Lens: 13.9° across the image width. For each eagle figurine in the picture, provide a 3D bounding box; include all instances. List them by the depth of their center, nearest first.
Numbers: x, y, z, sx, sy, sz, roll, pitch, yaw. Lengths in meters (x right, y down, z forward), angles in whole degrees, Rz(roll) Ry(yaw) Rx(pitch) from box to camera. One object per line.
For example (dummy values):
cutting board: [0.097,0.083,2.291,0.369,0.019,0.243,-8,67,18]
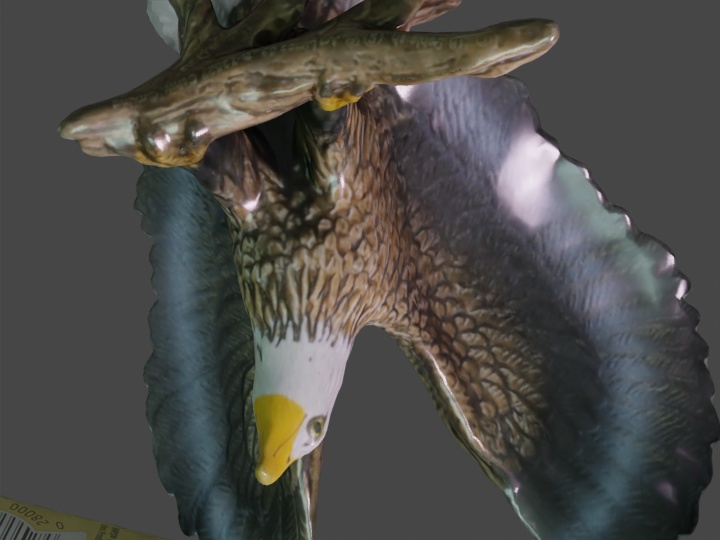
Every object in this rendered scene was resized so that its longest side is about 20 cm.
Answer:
eagle figurine: [-0.004,0.006,0.801,0.151,0.151,0.200,31,161,37]

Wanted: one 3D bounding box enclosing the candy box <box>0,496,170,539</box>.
candy box: [-0.058,0.146,0.906,0.199,0.055,0.116,14,118,4]
